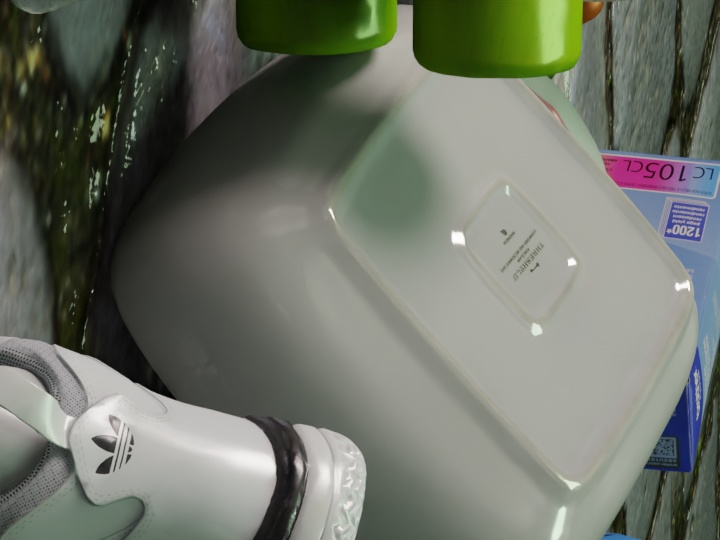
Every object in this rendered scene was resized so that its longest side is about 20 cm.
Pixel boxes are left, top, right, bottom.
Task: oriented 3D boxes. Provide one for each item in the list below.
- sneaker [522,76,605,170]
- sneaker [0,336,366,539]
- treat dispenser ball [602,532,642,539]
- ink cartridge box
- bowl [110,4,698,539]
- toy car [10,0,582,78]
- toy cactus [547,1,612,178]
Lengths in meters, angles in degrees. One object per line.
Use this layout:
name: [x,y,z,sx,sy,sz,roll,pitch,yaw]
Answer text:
sneaker: [0.062,0.007,1.226,0.105,0.075,0.201,-57,136,-47]
sneaker: [-0.086,0.075,0.801,0.200,0.115,0.075,-39,-148,57]
treat dispenser ball: [0.117,0.234,1.468,0.201,0.200,0.202,7,90,-77]
ink cartridge box: [0.119,0.028,1.517,0.077,0.136,0.200,81,20,-44]
bowl: [0.031,0.010,0.983,0.200,0.075,0.200,48,42,-8]
toy car: [-0.035,-0.138,0.869,0.200,0.157,0.165,-14,108,-46]
toy cactus: [0.077,-0.115,1.297,0.200,0.102,0.165,-56,-142,37]
